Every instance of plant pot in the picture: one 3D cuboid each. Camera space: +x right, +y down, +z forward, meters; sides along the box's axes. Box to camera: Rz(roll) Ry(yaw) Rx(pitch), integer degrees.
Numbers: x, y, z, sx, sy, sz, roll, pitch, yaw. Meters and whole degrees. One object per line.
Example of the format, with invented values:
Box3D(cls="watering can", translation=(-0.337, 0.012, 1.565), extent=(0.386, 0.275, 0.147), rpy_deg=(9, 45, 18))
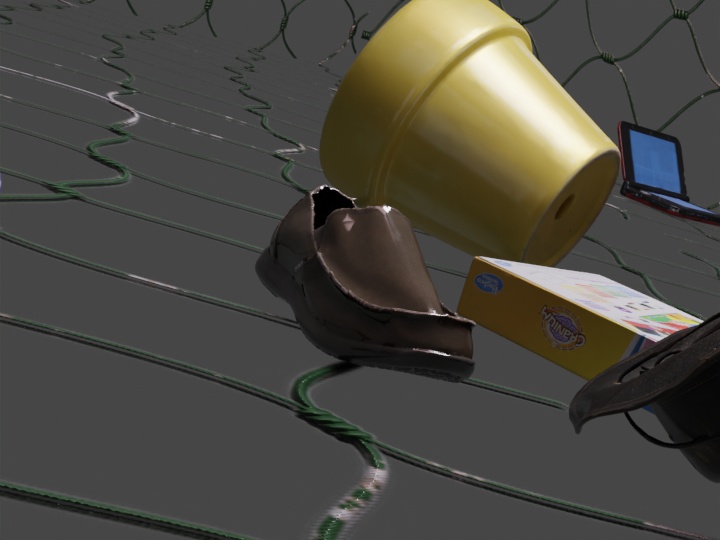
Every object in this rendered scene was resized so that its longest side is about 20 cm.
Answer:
Box3D(cls="plant pot", translation=(0.100, -0.098, 1.195), extent=(0.189, 0.202, 0.200), rpy_deg=(38, 17, 22))

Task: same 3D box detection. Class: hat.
Box3D(cls="hat", translation=(0.198, 0.055, 0.738), extent=(0.081, 0.200, 0.201), rpy_deg=(56, 15, 4))

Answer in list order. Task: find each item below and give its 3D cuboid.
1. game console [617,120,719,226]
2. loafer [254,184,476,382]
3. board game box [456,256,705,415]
Box3D(cls="game console", translation=(0.534, -0.160, 2.498), extent=(0.199, 0.120, 0.172), rpy_deg=(7, 14, -46))
Box3D(cls="loafer", translation=(0.000, 0.000, 0.776), extent=(0.073, 0.072, 0.200), rpy_deg=(12, 11, -31))
Box3D(cls="board game box", translation=(0.182, 0.049, 0.932), extent=(0.199, 0.041, 0.152), rpy_deg=(27, 13, 40))
